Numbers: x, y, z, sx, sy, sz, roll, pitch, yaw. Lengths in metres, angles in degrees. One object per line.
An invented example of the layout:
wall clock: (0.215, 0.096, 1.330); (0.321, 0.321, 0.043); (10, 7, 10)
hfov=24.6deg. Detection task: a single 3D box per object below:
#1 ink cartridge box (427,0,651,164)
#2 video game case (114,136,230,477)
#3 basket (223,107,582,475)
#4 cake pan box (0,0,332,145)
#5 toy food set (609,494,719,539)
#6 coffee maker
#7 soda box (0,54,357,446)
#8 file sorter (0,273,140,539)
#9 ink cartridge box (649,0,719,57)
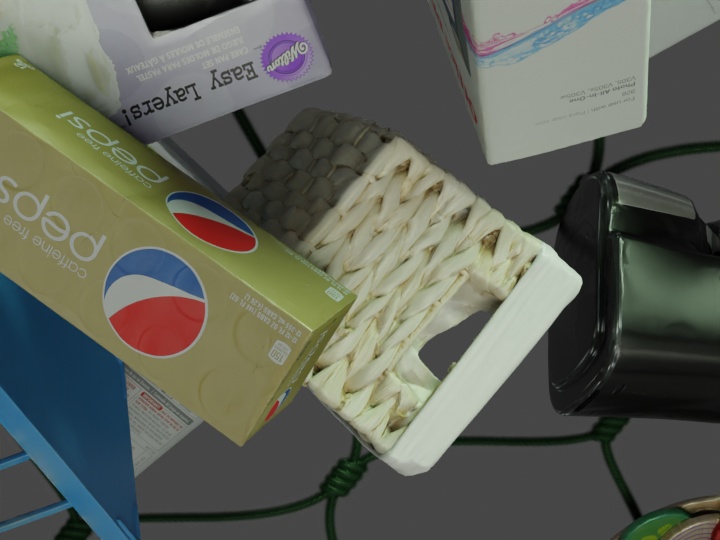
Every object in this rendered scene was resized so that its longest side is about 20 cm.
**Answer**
ink cartridge box: (0.071, -0.167, 0.738); (0.087, 0.145, 0.200); (-16, 147, 0)
video game case: (-0.145, 0.013, 0.961); (0.182, 0.022, 0.200); (-40, 116, 13)
basket: (0.000, 0.000, 0.864); (0.123, 0.200, 0.136); (41, 87, -19)
cake pan box: (-0.128, -0.145, 0.772); (0.200, 0.052, 0.184); (-19, 123, 3)
toy food set: (0.235, 0.233, 1.126); (0.200, 0.049, 0.198); (37, 107, -24)
coffee maker: (0.216, 0.042, 0.937); (0.200, 0.192, 0.135); (5, 134, -10)
soda box: (-0.106, -0.013, 0.736); (0.200, 0.064, 0.068); (35, 112, 7)
file sorter: (-0.213, 0.062, 0.858); (0.123, 0.139, 0.200); (-20, 136, 6)
ink cartridge box: (0.170, -0.179, 0.878); (0.200, 0.039, 0.099); (-27, 119, 18)
